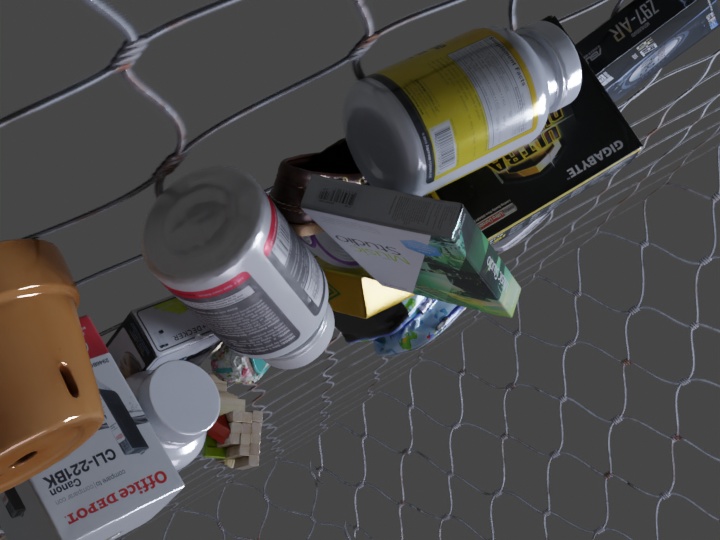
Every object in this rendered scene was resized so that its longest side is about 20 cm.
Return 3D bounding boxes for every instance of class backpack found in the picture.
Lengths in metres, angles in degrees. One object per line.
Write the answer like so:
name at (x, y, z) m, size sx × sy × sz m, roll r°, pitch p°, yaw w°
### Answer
backpack at (0.064, 0.011, 1.371) m, size 0.200 × 0.147 × 0.183 m, roll -45°, pitch -170°, yaw -26°

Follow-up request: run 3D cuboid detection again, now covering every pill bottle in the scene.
pill bottle at (-0.093, 0.008, 0.900) m, size 0.110 × 0.111 × 0.200 m, roll -32°, pitch 144°, yaw 1°
pill bottle at (-0.232, 0.173, 1.120) m, size 0.111 × 0.111 × 0.200 m, roll -20°, pitch 165°, yaw -47°
pill bottle at (0.092, -0.145, 0.914) m, size 0.199 × 0.112 × 0.112 m, roll -27°, pitch 168°, yaw -23°

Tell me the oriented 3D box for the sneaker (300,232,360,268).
sneaker at (0.027, -0.053, 1.106) m, size 0.199 × 0.075 × 0.100 m, roll -1°, pitch -157°, yaw 19°

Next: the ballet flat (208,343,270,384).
ballet flat at (-0.127, 0.083, 1.268) m, size 0.064 × 0.076 × 0.200 m, roll -13°, pitch -173°, yaw 18°

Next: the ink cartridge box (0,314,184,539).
ink cartridge box at (-0.280, 0.161, 0.985) m, size 0.144 × 0.200 × 0.084 m, roll -20°, pitch 164°, yaw -49°

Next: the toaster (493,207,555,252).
toaster at (0.175, -0.102, 1.235) m, size 0.200 × 0.114 × 0.129 m, roll -45°, pitch -178°, yaw 14°

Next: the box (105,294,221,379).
box at (-0.236, 0.097, 1.203) m, size 0.116 × 0.060 × 0.200 m, roll -22°, pitch 166°, yaw -41°

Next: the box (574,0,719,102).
box at (0.332, -0.270, 1.213) m, size 0.160 × 0.044 × 0.200 m, roll -36°, pitch 169°, yaw 19°

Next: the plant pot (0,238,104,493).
plant pot at (-0.289, 0.088, 0.808) m, size 0.200 × 0.140 × 0.200 m, roll -32°, pitch 170°, yaw -6°

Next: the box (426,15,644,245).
box at (0.141, -0.127, 1.004) m, size 0.199 × 0.160 × 0.049 m, roll -30°, pitch 168°, yaw -8°

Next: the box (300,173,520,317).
box at (0.050, -0.018, 0.938) m, size 0.200 × 0.144 × 0.036 m, roll 41°, pitch 66°, yaw -59°

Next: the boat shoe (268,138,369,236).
boat shoe at (-0.009, -0.090, 0.996) m, size 0.200 × 0.070 × 0.071 m, roll -28°, pitch 130°, yaw -52°

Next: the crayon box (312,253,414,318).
crayon box at (0.000, 0.000, 1.167) m, size 0.127 × 0.051 × 0.199 m, roll -23°, pitch -157°, yaw -39°

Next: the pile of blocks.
pile of blocks at (-0.170, 0.171, 1.185) m, size 0.062 × 0.083 × 0.200 m, roll 10°, pitch -174°, yaw -24°

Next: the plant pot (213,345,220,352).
plant pot at (-0.146, 0.048, 1.323) m, size 0.200 × 0.028 × 0.200 m, roll -32°, pitch 169°, yaw -7°
